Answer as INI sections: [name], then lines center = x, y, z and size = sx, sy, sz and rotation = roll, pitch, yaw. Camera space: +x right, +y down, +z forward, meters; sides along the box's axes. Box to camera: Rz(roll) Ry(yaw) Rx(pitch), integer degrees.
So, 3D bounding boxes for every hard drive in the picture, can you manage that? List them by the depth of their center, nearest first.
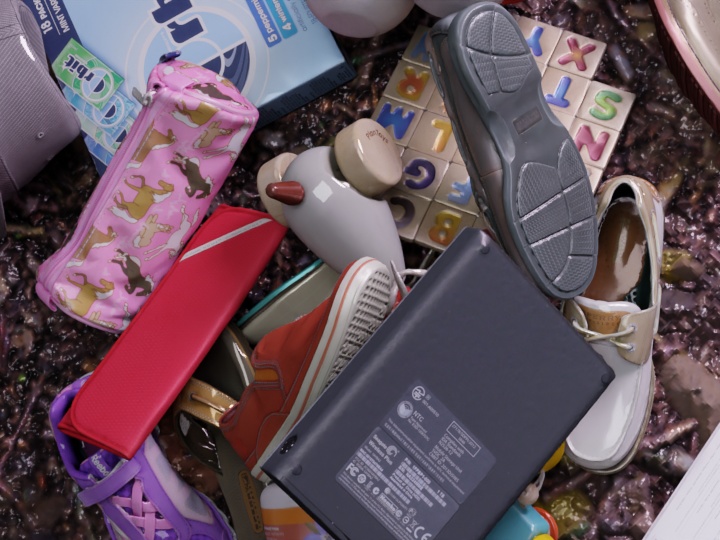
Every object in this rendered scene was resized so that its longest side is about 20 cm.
[hard drive]
center = 0.052, 0.093, 1.186
size = 0.140, 0.033, 0.200
rotation = 46, 78, -20

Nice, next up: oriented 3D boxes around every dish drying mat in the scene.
[dish drying mat]
center = -0.126, 0.037, 1.305
size = 0.077, 0.018, 0.200
rotation = 16, 61, 39

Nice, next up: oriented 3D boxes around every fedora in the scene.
[fedora]
center = -0.256, -0.124, 1.363
size = 0.090, 0.200, 0.177
rotation = -23, 63, -10

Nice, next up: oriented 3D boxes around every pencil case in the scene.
[pencil case]
center = -0.151, -0.050, 1.337
size = 0.086, 0.083, 0.201
rotation = 28, 109, -8

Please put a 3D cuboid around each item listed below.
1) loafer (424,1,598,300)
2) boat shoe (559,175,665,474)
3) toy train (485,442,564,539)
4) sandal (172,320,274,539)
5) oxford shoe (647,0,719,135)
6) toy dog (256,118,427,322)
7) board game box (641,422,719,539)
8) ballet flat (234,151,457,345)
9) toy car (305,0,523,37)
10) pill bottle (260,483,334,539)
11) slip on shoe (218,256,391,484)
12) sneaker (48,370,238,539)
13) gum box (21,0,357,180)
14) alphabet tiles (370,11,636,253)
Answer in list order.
[loafer]
center = 0.098, -0.077, 1.252
size = 0.072, 0.063, 0.201
rotation = -25, 100, -30
[boat shoe]
center = 0.164, 0.034, 1.283
size = 0.074, 0.068, 0.201
rotation = 4, 80, 14
[toy train]
center = 0.080, 0.126, 1.296
size = 0.150, 0.055, 0.201
rotation = -3, 88, 40
[sandal]
center = -0.099, 0.110, 1.320
size = 0.054, 0.080, 0.201
rotation = -10, 76, -34
[oxford shoe]
center = 0.235, -0.181, 1.311
size = 0.074, 0.070, 0.201
rotation = -24, 75, 2
[toy dog]
center = -0.004, -0.003, 1.243
size = 0.200, 0.096, 0.132
rotation = 48, 123, 14
[board game box]
center = 0.285, 0.140, 1.250
size = 0.126, 0.035, 0.200
rotation = 34, 88, 18
[ballet flat]
center = 0.000, 0.000, 1.334
size = 0.200, 0.069, 0.070
rotation = -42, 73, 2
[toy car]
center = 0.063, -0.240, 1.319
size = 0.199, 0.150, 0.176
rotation = -5, 68, 42
[pill bottle]
center = 0.003, 0.232, 1.251
size = 0.112, 0.112, 0.201
rotation = -10, 88, 11
[slip on shoe]
center = -0.039, 0.059, 1.217
size = 0.061, 0.074, 0.200
rotation = 39, 134, 8
[sneaker]
center = -0.157, 0.153, 1.325
size = 0.080, 0.088, 0.201
rotation = -34, 74, 3
[gum box]
center = -0.127, -0.173, 1.406
size = 0.199, 0.045, 0.171
rotation = -28, 75, 6
[alphabet tiles]
center = 0.090, -0.095, 1.322
size = 0.166, 0.006, 0.201
rotation = 20, 64, 13
